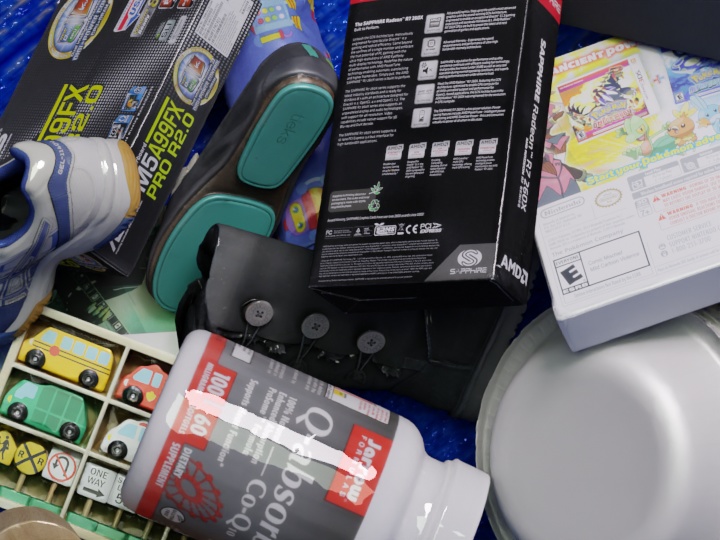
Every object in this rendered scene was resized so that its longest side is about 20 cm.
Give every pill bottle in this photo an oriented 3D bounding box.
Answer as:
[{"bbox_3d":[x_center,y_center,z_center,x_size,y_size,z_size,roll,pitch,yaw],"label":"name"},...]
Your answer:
[{"bbox_3d":[-0.032,0.124,1.529,0.199,0.116,0.117,23,74,-3],"label":"pill bottle"}]

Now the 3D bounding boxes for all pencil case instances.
[{"bbox_3d":[-0.039,-0.088,1.663,0.078,0.087,0.201,-26,70,19],"label":"pencil case"}]

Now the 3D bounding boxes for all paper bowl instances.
[{"bbox_3d":[0.157,0.110,1.532,0.200,0.104,0.202,0,90,36],"label":"paper bowl"}]

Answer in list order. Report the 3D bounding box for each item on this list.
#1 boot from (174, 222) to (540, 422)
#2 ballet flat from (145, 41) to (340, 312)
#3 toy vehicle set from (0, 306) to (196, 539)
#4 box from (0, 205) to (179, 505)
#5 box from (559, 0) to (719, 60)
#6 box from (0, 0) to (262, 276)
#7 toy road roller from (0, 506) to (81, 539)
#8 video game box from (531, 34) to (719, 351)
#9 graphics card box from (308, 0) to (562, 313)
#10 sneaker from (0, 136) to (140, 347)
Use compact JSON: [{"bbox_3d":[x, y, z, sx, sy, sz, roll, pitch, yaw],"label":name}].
[{"bbox_3d":[0.000,0.001,1.581,0.198,0.066,0.166,14,110,-11],"label":"boot"},{"bbox_3d":[-0.073,-0.062,1.597,0.073,0.073,0.200,43,122,14],"label":"ballet flat"},{"bbox_3d":[-0.134,0.112,1.593,0.199,0.027,0.125,21,85,-4],"label":"toy vehicle set"},{"bbox_3d":[-0.151,0.053,1.644,0.199,0.036,0.145,-27,74,-8],"label":"box"},{"bbox_3d":[0.216,-0.226,1.519,0.199,0.104,0.183,16,59,32],"label":"box"},{"bbox_3d":[-0.164,-0.097,1.639,0.160,0.044,0.201,7,67,49],"label":"box"},{"bbox_3d":[-0.124,0.203,1.525,0.146,0.123,0.200,-39,99,-8],"label":"toy road roller"},{"bbox_3d":[0.189,-0.065,1.507,0.199,0.047,0.183,-19,56,8],"label":"video game box"},{"bbox_3d":[0.045,-0.077,1.512,0.125,0.051,0.202,-4,67,28],"label":"graphics card box"},{"bbox_3d":[-0.217,-0.021,1.533,0.088,0.200,0.076,6,52,-41],"label":"sneaker"}]
